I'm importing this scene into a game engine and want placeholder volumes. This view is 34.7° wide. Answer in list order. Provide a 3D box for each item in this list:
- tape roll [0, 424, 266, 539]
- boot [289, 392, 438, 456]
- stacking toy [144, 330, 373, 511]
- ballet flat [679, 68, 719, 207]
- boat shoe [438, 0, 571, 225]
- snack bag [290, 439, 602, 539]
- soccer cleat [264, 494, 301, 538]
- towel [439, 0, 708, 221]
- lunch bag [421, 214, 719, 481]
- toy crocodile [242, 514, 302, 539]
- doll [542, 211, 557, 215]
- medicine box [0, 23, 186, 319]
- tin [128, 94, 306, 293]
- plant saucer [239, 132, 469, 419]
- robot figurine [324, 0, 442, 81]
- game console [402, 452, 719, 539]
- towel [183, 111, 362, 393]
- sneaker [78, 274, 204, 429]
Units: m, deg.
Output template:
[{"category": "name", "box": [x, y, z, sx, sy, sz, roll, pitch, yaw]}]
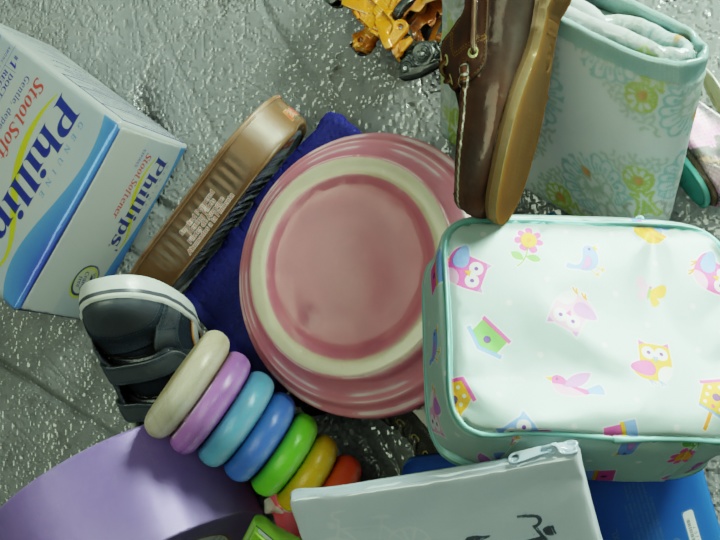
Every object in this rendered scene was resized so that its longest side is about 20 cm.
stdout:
[{"category": "tape roll", "box": [-0.176, 0.198, 0.870, 0.199, 0.199, 0.086, -37, 69, 17]}, {"category": "boot", "box": [0.049, 0.135, 0.844, 0.198, 0.069, 0.177, -19, 77, 23]}, {"category": "stacking toy", "box": [-0.051, 0.133, 0.809, 0.199, 0.085, 0.086, 38, 101, -7]}, {"category": "ballet flat", "box": [0.203, -0.132, 0.811, 0.071, 0.069, 0.200, -40, 72, -6]}, {"category": "boat shoe", "box": [0.083, -0.132, 0.697, 0.069, 0.070, 0.203, 13, 89, 19]}, {"category": "snack bag", "box": [0.063, 0.197, 0.695, 0.186, 0.021, 0.202, -13, 112, 19]}, {"category": "soccer cleat", "box": [-0.013, 0.245, 0.866, 0.066, 0.076, 0.203, -15, 91, 56]}, {"category": "towel", "box": [0.136, -0.121, 0.790, 0.199, 0.172, 0.048, 34, 61, 28]}, {"category": "lunch bag", "box": [0.137, 0.043, 0.709, 0.197, 0.077, 0.163, 3, 61, -9]}, {"category": "toy crocodile", "box": [-0.001, 0.238, 0.789, 0.199, 0.062, 0.068, 32, 117, 17]}, {"category": "doll", "box": [0.134, 0.013, 0.811, 0.198, 0.049, 0.137, 24, 66, 17]}, {"category": "medicine box", "box": [-0.285, -0.088, 1.014, 0.199, 0.103, 0.184, 35, 99, 26]}, {"category": "tin", "box": [-0.114, -0.051, 0.924, 0.042, 0.112, 0.201, 38, 102, -3]}, {"category": "plant saucer", "box": [0.000, 0.000, 0.801, 0.198, 0.051, 0.204, -3, 81, 20]}, {"category": "robot figurine", "box": [0.066, -0.241, 0.889, 0.200, 0.058, 0.145, -46, 67, 13]}, {"category": "game console", "box": [0.145, 0.199, 0.779, 0.169, 0.118, 0.203, -18, 92, -17]}, {"category": "towel", "box": [-0.039, -0.011, 0.893, 0.201, 0.049, 0.148, -51, 49, 7]}, {"category": "sneaker", "box": [-0.152, 0.075, 0.872, 0.077, 0.200, 0.080, -10, 62, 9]}]
